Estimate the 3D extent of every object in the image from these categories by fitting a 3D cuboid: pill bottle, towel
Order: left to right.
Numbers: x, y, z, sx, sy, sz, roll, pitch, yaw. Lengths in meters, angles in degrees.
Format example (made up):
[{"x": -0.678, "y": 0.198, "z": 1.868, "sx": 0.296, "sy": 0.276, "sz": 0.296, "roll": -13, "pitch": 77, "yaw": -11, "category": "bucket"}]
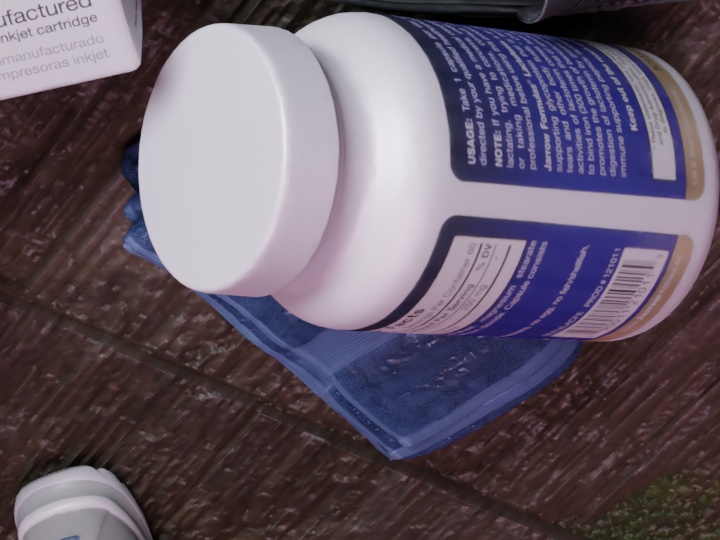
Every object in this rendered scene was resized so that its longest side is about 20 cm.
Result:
[{"x": 0.000, "y": 0.000, "z": 1.168, "sx": 0.111, "sy": 0.049, "sz": 0.200, "roll": -31, "pitch": 130, "yaw": 21, "category": "towel"}, {"x": 0.025, "y": -0.034, "z": 1.053, "sx": 0.199, "sy": 0.116, "sz": 0.116, "roll": 4, "pitch": 137, "yaw": -38, "category": "pill bottle"}]

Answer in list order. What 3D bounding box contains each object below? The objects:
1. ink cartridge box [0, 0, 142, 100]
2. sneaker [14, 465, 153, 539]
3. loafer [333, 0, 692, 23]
[{"x": -0.167, "y": -0.154, "z": 0.960, "sx": 0.145, "sy": 0.084, "sz": 0.201, "roll": -12, "pitch": 128, "yaw": 4, "category": "ink cartridge box"}, {"x": -0.102, "y": 0.179, "z": 1.308, "sx": 0.074, "sy": 0.082, "sz": 0.200, "roll": -22, "pitch": 133, "yaw": 15, "category": "sneaker"}, {"x": 0.069, "y": -0.118, "z": 1.044, "sx": 0.199, "sy": 0.071, "sz": 0.068, "roll": 2, "pitch": 135, "yaw": -8, "category": "loafer"}]
